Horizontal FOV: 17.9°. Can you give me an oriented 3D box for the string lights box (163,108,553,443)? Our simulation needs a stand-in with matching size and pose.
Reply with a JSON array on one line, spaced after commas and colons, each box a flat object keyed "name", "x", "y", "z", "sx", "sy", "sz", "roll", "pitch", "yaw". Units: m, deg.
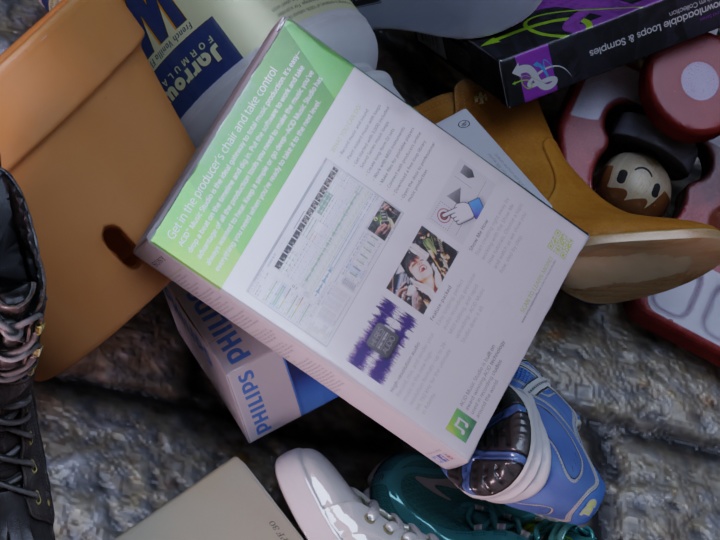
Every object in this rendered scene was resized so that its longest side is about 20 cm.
[{"name": "string lights box", "x": 0.000, "y": 0.000, "z": 1.248, "sx": 0.199, "sy": 0.059, "sz": 0.103, "roll": -27, "pitch": 45, "yaw": -10}]

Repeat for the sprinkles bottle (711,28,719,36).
[{"name": "sprinkles bottle", "x": 0.285, "y": -0.170, "z": 1.521, "sx": 0.198, "sy": 0.068, "sz": 0.069, "roll": 0, "pitch": 61, "yaw": -23}]

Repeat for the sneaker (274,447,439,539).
[{"name": "sneaker", "x": 0.038, "y": 0.160, "z": 1.203, "sx": 0.084, "sy": 0.073, "sz": 0.200, "roll": -39, "pitch": 94, "yaw": 5}]

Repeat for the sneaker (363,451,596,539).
[{"name": "sneaker", "x": 0.095, "y": 0.154, "z": 1.247, "sx": 0.199, "sy": 0.080, "sz": 0.078, "roll": 30, "pitch": 55, "yaw": -3}]

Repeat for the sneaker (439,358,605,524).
[{"name": "sneaker", "x": 0.071, "y": 0.082, "z": 1.249, "sx": 0.077, "sy": 0.076, "sz": 0.200, "roll": 30, "pitch": 14, "yaw": -24}]

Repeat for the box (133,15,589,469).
[{"name": "box", "x": 0.003, "y": -0.014, "z": 1.158, "sx": 0.199, "sy": 0.036, "sz": 0.145, "roll": 36, "pitch": 68, "yaw": -12}]

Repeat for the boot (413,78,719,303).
[{"name": "boot", "x": 0.110, "y": -0.054, "z": 1.344, "sx": 0.199, "sy": 0.071, "sz": 0.145, "roll": -7, "pitch": 58, "yaw": 8}]

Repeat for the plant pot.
[{"name": "plant pot", "x": -0.166, "y": -0.038, "z": 1.196, "sx": 0.140, "sy": 0.200, "sz": 0.200, "roll": 49, "pitch": 54, "yaw": -12}]

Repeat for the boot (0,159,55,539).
[{"name": "boot", "x": -0.171, "y": 0.069, "z": 1.055, "sx": 0.069, "sy": 0.175, "sz": 0.201, "roll": -5, "pitch": 55, "yaw": -18}]

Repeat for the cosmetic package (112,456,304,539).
[{"name": "cosmetic package", "x": -0.113, "y": 0.193, "z": 1.143, "sx": 0.199, "sy": 0.073, "sz": 0.104, "roll": -34, "pitch": 78, "yaw": -35}]

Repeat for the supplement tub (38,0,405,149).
[{"name": "supplement tub", "x": -0.080, "y": -0.134, "z": 1.301, "sx": 0.144, "sy": 0.145, "sz": 0.201, "roll": -29, "pitch": 75, "yaw": -33}]

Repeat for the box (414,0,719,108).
[{"name": "box", "x": 0.146, "y": -0.166, "z": 1.392, "sx": 0.199, "sy": 0.036, "sz": 0.143, "roll": -21, "pitch": 26, "yaw": -14}]

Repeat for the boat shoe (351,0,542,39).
[{"name": "boat shoe", "x": 0.027, "y": -0.177, "z": 1.368, "sx": 0.066, "sy": 0.199, "sz": 0.070, "roll": -55, "pitch": 129, "yaw": -48}]

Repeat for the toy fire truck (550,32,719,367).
[{"name": "toy fire truck", "x": 0.205, "y": -0.039, "z": 1.398, "sx": 0.199, "sy": 0.112, "sz": 0.169, "roll": 27, "pitch": 73, "yaw": -5}]
